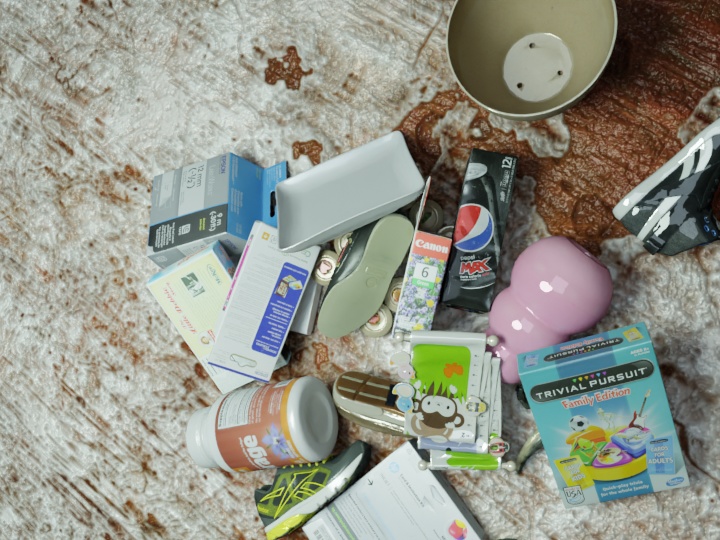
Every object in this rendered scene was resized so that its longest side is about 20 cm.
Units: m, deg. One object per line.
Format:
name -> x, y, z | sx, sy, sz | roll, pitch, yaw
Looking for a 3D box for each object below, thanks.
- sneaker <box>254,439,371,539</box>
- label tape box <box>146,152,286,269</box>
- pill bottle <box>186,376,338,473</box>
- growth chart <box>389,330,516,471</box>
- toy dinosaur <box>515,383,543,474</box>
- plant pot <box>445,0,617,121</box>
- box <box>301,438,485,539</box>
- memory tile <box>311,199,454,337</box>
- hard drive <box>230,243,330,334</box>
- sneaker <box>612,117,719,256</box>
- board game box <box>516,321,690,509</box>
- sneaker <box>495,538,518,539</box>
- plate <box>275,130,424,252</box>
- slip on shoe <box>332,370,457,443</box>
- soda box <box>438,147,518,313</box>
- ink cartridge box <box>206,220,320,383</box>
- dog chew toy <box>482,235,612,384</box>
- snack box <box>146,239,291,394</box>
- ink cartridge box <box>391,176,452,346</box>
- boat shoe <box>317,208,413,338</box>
sneaker -> -0.073, 0.289, 1.003 | 0.200, 0.074, 0.085 | -41, 74, 12
label tape box -> -0.207, -0.092, 1.058 | 0.198, 0.066, 0.145 | -15, 58, 18
pill bottle -> -0.139, 0.218, 1.006 | 0.198, 0.112, 0.114 | -16, 81, 27
growth chart -> 0.112, 0.163, 0.898 | 0.143, 0.018, 0.203 | -7, 107, 8
toy dinosaur -> 0.247, 0.167, 0.919 | 0.200, 0.047, 0.088 | -43, 85, 14
plant pot -> 0.217, -0.275, 0.916 | 0.198, 0.134, 0.203 | -2, 85, 19
box -> 0.041, 0.349, 0.978 | 0.200, 0.041, 0.156 | -42, 75, 13
memory tile -> 0.039, -0.019, 1.004 | 0.200, 0.017, 0.153 | -45, 85, 9
hard drive -> -0.150, 0.007, 1.077 | 0.198, 0.025, 0.134 | 12, 90, 19
sneaker -> 0.416, -0.097, 0.873 | 0.200, 0.073, 0.112 | -43, 77, 20
board game box -> 0.285, 0.175, 0.857 | 0.149, 0.047, 0.202 | -17, 110, 16
sneaker -> 0.152, 0.407, 0.927 | 0.197, 0.093, 0.076 | -13, 41, -1
plate -> -0.018, -0.102, 0.967 | 0.198, 0.200, 0.033 | -24, 120, 6
slip on shoe -> 0.056, 0.194, 0.978 | 0.197, 0.076, 0.061 | 13, 132, 10
soda box -> 0.151, -0.049, 0.940 | 0.062, 0.071, 0.203 | 11, 85, 4
ink cartridge box -> -0.133, 0.043, 0.989 | 0.094, 0.037, 0.202 | 22, 86, -25
dog chew toy -> 0.217, 0.058, 0.902 | 0.124, 0.124, 0.201 | 40, 107, 17
snack box -> -0.198, 0.070, 1.032 | 0.115, 0.037, 0.201 | -25, 110, 15
ink cartridge box -> 0.087, -0.013, 0.930 | 0.050, 0.109, 0.203 | 14, 96, 5
boat shoe -> 0.002, 0.001, 0.976 | 0.073, 0.063, 0.203 | 21, 111, -25
